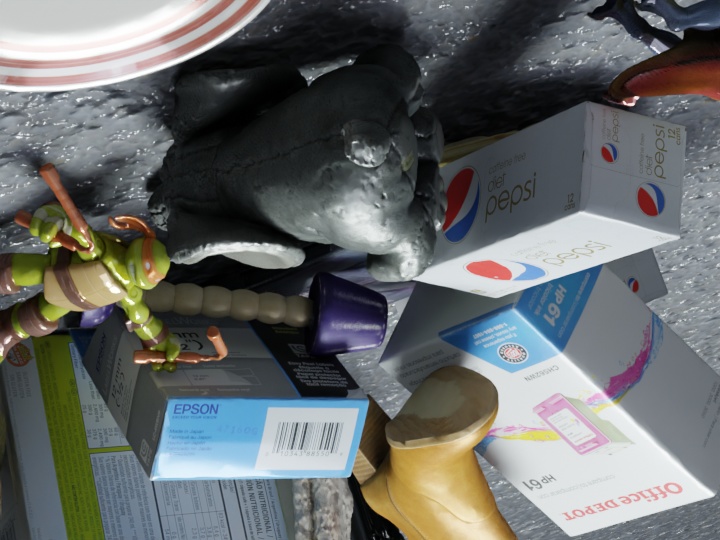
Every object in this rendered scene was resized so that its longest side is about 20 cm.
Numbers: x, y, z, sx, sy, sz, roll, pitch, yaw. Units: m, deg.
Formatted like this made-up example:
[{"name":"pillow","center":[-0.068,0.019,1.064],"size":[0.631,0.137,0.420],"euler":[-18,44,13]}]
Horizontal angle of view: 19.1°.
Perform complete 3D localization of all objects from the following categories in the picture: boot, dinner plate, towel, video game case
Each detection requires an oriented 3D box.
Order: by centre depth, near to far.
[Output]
[{"name":"dinner plate","center":[-0.132,-0.145,1.043],"size":[0.199,0.024,0.200],"euler":[-14,159,-6]},{"name":"boot","center":[0.068,0.140,1.401],"size":[0.071,0.144,0.201],"euler":[-47,-164,-26]},{"name":"video game case","center":[0.000,0.000,1.462],"size":[0.142,0.019,0.199],"euler":[5,160,-43]},{"name":"towel","center":[-0.029,0.137,1.551],"size":[0.034,0.202,0.133],"euler":[-5,172,4]}]

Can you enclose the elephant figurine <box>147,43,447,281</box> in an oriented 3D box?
[{"name":"elephant figurine","center":[-0.059,-0.050,1.209],"size":[0.198,0.142,0.156],"euler":[-5,133,16]}]

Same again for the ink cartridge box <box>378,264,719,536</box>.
[{"name":"ink cartridge box","center":[0.136,0.076,1.417],"size":[0.200,0.085,0.144],"euler":[41,143,-20]}]

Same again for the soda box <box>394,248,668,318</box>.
[{"name":"soda box","center":[0.117,0.019,1.506],"size":[0.063,0.069,0.199],"euler":[-18,177,-43]}]

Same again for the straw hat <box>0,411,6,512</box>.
[{"name":"straw hat","center":[-0.283,0.123,1.426],"size":[0.201,0.202,0.085],"euler":[-32,172,36]}]

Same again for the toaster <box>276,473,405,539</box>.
[{"name":"toaster","center":[-0.037,0.195,1.707],"size":[0.118,0.201,0.181],"euler":[-20,167,8]}]

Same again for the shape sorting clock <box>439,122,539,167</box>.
[{"name":"shape sorting clock","center":[0.093,-0.059,1.395],"size":[0.198,0.040,0.200],"euler":[-6,167,-1]}]

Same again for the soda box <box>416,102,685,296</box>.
[{"name":"soda box","center":[0.102,-0.037,1.223],"size":[0.068,0.064,0.200],"euler":[12,164,-25]}]

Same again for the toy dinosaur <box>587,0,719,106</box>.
[{"name":"toy dinosaur","center":[0.218,-0.109,1.213],"size":[0.181,0.201,0.105],"euler":[33,149,-17]}]

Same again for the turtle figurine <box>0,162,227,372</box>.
[{"name":"turtle figurine","center":[-0.179,-0.001,1.291],"size":[0.160,0.065,0.200],"euler":[-12,142,25]}]

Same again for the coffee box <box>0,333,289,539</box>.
[{"name":"coffee box","center":[-0.186,0.175,1.557],"size":[0.196,0.201,0.200],"euler":[-2,156,-29]}]

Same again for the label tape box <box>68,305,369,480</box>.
[{"name":"label tape box","center":[-0.100,0.064,1.432],"size":[0.142,0.200,0.067],"euler":[2,117,-26]}]

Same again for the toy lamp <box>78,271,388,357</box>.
[{"name":"toy lamp","center":[-0.081,0.022,1.387],"size":[0.198,0.059,0.058],"euler":[8,154,-10]}]
